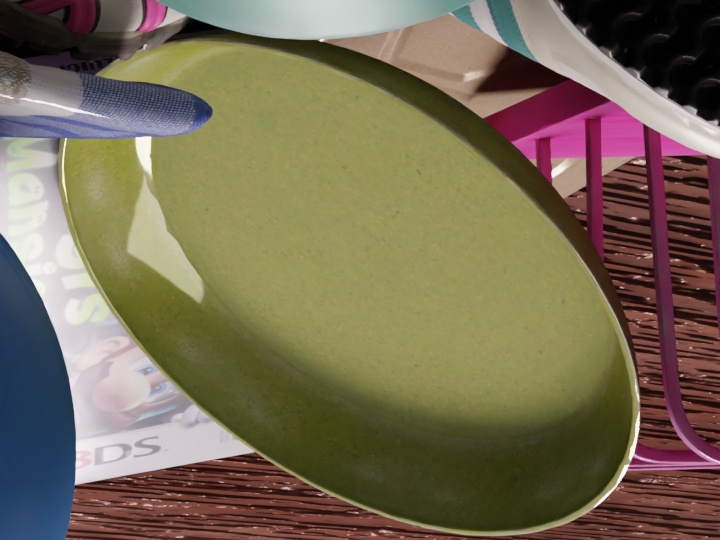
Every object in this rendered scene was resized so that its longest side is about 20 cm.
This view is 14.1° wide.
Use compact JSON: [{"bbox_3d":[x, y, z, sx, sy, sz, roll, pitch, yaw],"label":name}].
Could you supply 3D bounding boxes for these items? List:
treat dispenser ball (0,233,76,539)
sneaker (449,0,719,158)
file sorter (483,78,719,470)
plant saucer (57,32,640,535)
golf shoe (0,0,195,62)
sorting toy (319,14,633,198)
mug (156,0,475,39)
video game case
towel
[{"bbox_3d":[-0.179,0.052,0.812,0.200,0.202,0.201,-10,159,-4],"label":"treat dispenser ball"},{"bbox_3d":[0.043,-0.095,0.767,0.070,0.200,0.093,-51,172,-12],"label":"sneaker"},{"bbox_3d":[0.134,-0.001,0.915,0.138,0.126,0.200,-2,175,-17],"label":"file sorter"},{"bbox_3d":[0.000,0.000,0.882,0.199,0.031,0.200,22,144,18],"label":"plant saucer"},{"bbox_3d":[-0.090,-0.112,0.764,0.092,0.073,0.200,-47,151,21],"label":"golf shoe"},{"bbox_3d":[0.044,-0.069,1.003,0.185,0.037,0.200,10,154,-43],"label":"sorting toy"},{"bbox_3d":[-0.009,-0.157,0.624,0.151,0.186,0.114,9,160,15],"label":"mug"},{"bbox_3d":[-0.108,0.007,0.965,0.181,0.023,0.200,-10,140,-15],"label":"video game case"},{"bbox_3d":[-0.158,-0.061,0.769,0.199,0.024,0.147,10,177,-35],"label":"towel"}]
